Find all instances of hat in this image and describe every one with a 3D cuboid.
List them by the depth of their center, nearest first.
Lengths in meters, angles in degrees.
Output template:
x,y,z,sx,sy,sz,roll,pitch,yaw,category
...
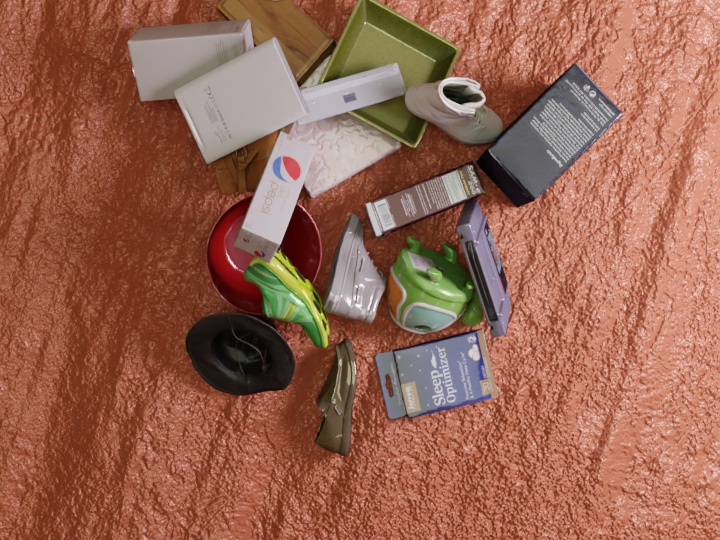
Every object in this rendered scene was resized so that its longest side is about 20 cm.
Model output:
x,y,z,sx,sy,sz,roll,pitch,yaw,category
-0.198,0.123,1.663,0.196,0.082,0.203,8,131,9,hat

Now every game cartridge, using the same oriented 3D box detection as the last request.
x,y,z,sx,sy,sz,roll,pitch,yaw,category
0.211,-0.007,1.622,0.038,0.130,0.203,-13,109,23,game cartridge

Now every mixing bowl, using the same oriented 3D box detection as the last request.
x,y,z,sx,sy,sz,roll,pitch,yaw,category
-0.172,-0.035,1.643,0.196,0.108,0.205,-3,101,-17,mixing bowl

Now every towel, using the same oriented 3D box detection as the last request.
x,y,z,sx,sy,sz,roll,pitch,yaw,category
-0.054,-0.256,1.691,0.189,0.032,0.202,-30,90,2,towel

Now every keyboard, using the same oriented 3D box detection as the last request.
x,y,z,sx,sy,sz,roll,pitch,yaw,category
-0.021,-0.295,1.613,0.196,0.011,0.057,-18,92,-12,keyboard

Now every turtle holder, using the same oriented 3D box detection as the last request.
x,y,z,sx,sy,sz,roll,pitch,yaw,category
0.125,0.035,1.653,0.141,0.184,0.133,46,120,31,turtle holder

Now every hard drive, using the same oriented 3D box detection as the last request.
x,y,z,sx,sy,sz,roll,pitch,yaw,category
-0.197,-0.277,1.592,0.197,0.026,0.134,-22,99,19,hard drive

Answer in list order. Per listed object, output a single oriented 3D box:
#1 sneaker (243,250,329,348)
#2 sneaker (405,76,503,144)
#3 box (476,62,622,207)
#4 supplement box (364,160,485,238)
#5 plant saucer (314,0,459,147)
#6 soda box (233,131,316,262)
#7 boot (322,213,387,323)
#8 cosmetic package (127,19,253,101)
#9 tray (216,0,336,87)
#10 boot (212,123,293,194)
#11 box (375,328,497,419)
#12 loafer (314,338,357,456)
x,y,z,sx,sy,sz,roll,pitch,yaw,category
-0.118,0.050,1.593,0.083,0.074,0.201,-29,115,16,sneaker
0.183,-0.264,1.612,0.197,0.115,0.075,14,83,-31,sneaker
0.306,-0.218,1.605,0.200,0.197,0.118,-45,89,1,box
0.107,-0.119,1.652,0.197,0.109,0.062,-21,90,0,supplement box
0.043,-0.336,1.659,0.197,0.048,0.203,27,78,-7,plant saucer
-0.135,-0.120,1.541,0.067,0.064,0.203,23,58,-9,soda box
0.000,0.000,1.645,0.094,0.074,0.203,20,55,-10,boot
-0.282,-0.356,1.639,0.196,0.085,0.109,-1,120,6,cosmetic package
-0.146,-0.423,1.672,0.200,0.037,0.099,44,91,8,tray
-0.187,-0.231,1.650,0.152,0.074,0.204,-8,95,15,boot
0.132,0.185,1.695,0.196,0.032,0.124,-14,91,2,box
-0.044,0.220,1.674,0.066,0.076,0.205,3,91,-6,loafer
